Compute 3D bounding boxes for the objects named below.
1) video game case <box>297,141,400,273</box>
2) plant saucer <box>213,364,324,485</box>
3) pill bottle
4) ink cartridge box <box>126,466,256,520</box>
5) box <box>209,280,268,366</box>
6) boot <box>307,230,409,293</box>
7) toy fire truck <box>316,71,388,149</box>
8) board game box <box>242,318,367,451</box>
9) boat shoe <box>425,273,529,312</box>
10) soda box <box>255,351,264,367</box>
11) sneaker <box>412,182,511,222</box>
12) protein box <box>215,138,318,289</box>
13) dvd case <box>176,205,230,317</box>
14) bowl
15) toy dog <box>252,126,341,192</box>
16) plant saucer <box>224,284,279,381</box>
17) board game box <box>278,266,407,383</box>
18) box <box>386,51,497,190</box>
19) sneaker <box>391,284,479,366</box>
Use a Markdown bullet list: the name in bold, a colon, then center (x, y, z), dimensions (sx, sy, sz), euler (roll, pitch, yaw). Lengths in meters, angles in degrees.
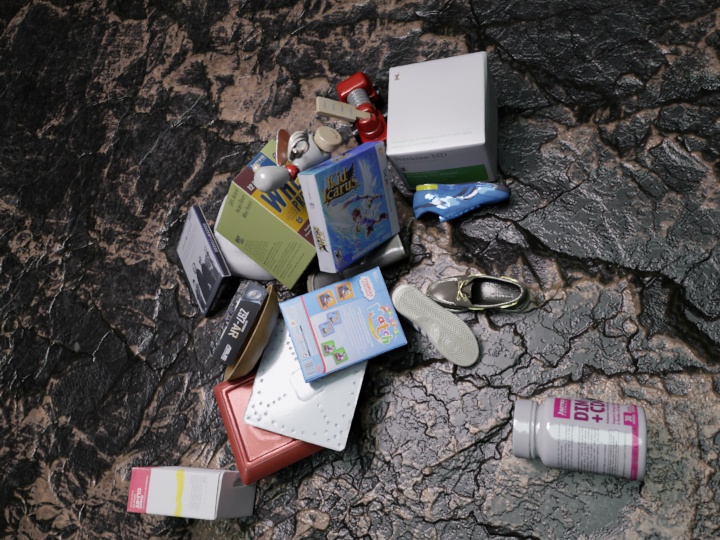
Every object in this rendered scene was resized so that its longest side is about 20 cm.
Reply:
- **video game case**: center (-0.014, -0.121, 1.105), dimensions (0.045, 0.184, 0.199), euler (7, 29, 41)
- **plant saucer**: center (-0.167, 0.267, 1.134), dimensions (0.197, 0.037, 0.202), euler (-24, 69, -2)
- **pill bottle**: center (0.352, 0.267, 0.971), dimensions (0.197, 0.113, 0.115), euler (1, 73, 21)
- **ink cartridge box**: center (-0.321, 0.427, 1.158), dimensions (0.197, 0.145, 0.085), euler (-4, 71, 20)
- **box**: center (-0.253, 0.102, 1.223), dimensions (0.043, 0.200, 0.162), euler (27, 81, -13)
- **boot**: center (-0.001, -0.001, 1.191), dimensions (0.197, 0.073, 0.183), euler (-14, 30, 13)
- **toy fire truck**: center (-0.014, -0.345, 1.271), dimensions (0.127, 0.200, 0.178), euler (-26, 65, 10)
- **board game box**: center (-0.096, 0.209, 1.114), dimensions (0.197, 0.026, 0.203), euler (12, 72, 12)
- **boat shoe**: center (0.215, 0.040, 1.131), dimensions (0.198, 0.060, 0.073), euler (2, 73, 22)
- **soda box**: center (-0.169, 0.260, 1.197), dimensions (0.062, 0.071, 0.203), euler (-9, 68, 15)
- **sneaker**: center (0.201, -0.133, 1.198), dimensions (0.197, 0.066, 0.080), euler (0, 84, 21)
- **protein box**: center (-0.155, -0.105, 1.189), dimensions (0.199, 0.199, 0.136), euler (38, 58, -3)
- **dvd case**: center (-0.356, -0.020, 1.344), dimensions (0.202, 0.024, 0.151), euler (61, 137, 26)
- **bowl**: center (-0.249, -0.088, 1.347), dimensions (0.197, 0.075, 0.203), euler (9, 77, 22)
- **toy dog**: center (-0.120, -0.207, 1.064), dimensions (0.096, 0.199, 0.133), euler (41, 114, 17)
- **plant saucer**: center (-0.203, 0.126, 1.159), dimensions (0.035, 0.200, 0.203), euler (27, 81, -13)
- **board game box**: center (-0.032, 0.099, 1.101), dimensions (0.197, 0.037, 0.153), euler (-20, 76, -5)
- **box**: center (0.168, -0.291, 1.199), dimensions (0.196, 0.171, 0.204), euler (-3, 71, 20)
- **sneaker**: center (0.142, 0.100, 1.139), dimensions (0.200, 0.085, 0.075), euler (44, 88, 3)
